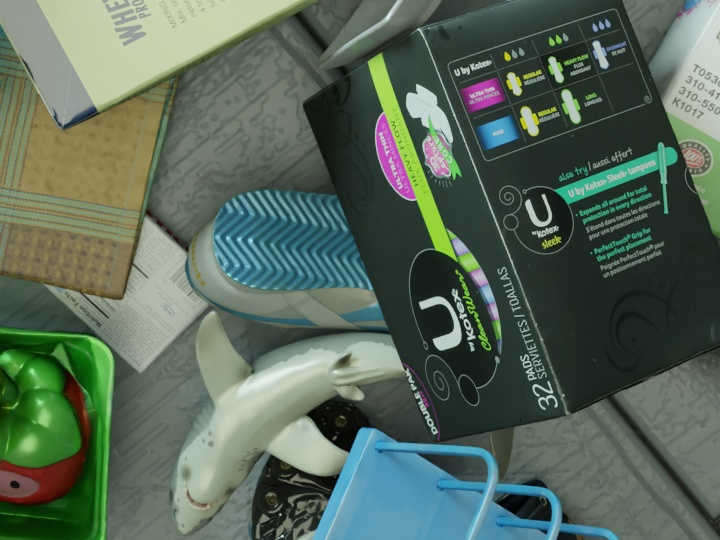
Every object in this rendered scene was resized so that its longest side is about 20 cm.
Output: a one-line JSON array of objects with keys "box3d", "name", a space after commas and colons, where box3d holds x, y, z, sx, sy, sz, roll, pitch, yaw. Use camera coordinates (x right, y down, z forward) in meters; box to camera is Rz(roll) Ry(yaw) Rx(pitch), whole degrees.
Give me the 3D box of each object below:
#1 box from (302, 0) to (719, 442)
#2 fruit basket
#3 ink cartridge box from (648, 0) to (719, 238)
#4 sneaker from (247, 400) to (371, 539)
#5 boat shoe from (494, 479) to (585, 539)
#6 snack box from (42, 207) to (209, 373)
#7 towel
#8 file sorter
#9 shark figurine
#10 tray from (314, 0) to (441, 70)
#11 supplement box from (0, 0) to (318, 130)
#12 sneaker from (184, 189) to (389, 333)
[{"box3d": [0.082, -0.030, 0.965, 0.124, 0.149, 0.200, -21, 89, -27], "name": "box"}, {"box3d": [-0.235, 0.085, 1.004, 0.215, 0.216, 0.156, 5, 102, 0], "name": "fruit basket"}, {"box3d": [0.244, -0.108, 1.014, 0.145, 0.084, 0.200, 29, 101, -5], "name": "ink cartridge box"}, {"box3d": [-0.034, 0.174, 1.095, 0.072, 0.072, 0.200, 11, 88, 1], "name": "sneaker"}, {"box3d": [0.041, 0.178, 1.057, 0.200, 0.075, 0.062, -24, 95, -28], "name": "boat shoe"}, {"box3d": [-0.174, -0.035, 1.066, 0.200, 0.024, 0.072, 44, 98, -8], "name": "snack box"}, {"box3d": [-0.179, -0.095, 1.034, 0.147, 0.022, 0.200, 12, 93, -7], "name": "towel"}, {"box3d": [0.079, 0.189, 0.966, 0.200, 0.123, 0.139, 34, 69, -28], "name": "file sorter"}, {"box3d": [-0.013, 0.061, 1.050, 0.214, 0.090, 0.128, -13, 104, 1], "name": "shark figurine"}, {"box3d": [0.054, -0.182, 0.951, 0.022, 0.107, 0.200, 38, 72, -11], "name": "tray"}, {"box3d": [-0.112, -0.204, 0.954, 0.200, 0.134, 0.200, -29, 98, -3], "name": "supplement box"}, {"box3d": [0.000, 0.000, 1.049, 0.200, 0.081, 0.077, 12, 72, -22], "name": "sneaker"}]
